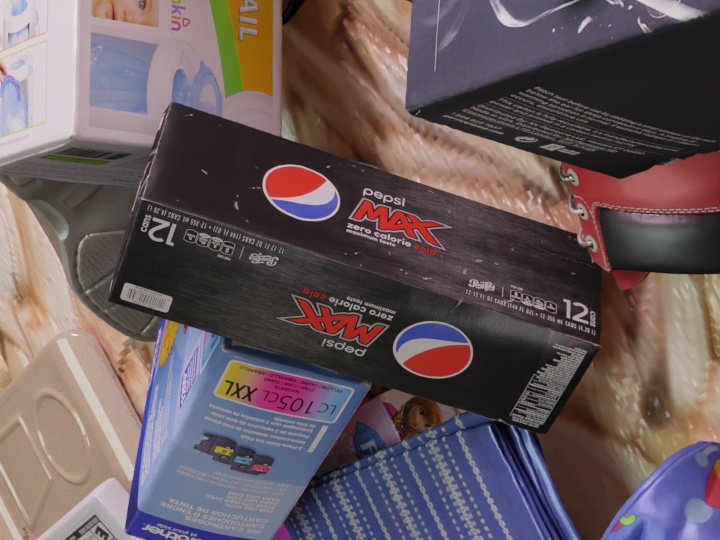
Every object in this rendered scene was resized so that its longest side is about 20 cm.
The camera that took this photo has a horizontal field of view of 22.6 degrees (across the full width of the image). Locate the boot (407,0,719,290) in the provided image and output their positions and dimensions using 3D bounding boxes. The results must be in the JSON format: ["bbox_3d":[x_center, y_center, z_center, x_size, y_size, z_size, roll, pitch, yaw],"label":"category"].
[{"bbox_3d":[0.075,-0.069,0.733,0.200,0.072,0.144,22,126,36],"label":"boot"}]

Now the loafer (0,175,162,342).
[{"bbox_3d":[-0.151,-0.044,0.987,0.200,0.072,0.063,57,-179,-41],"label":"loafer"}]

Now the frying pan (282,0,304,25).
[{"bbox_3d":[-0.013,-0.190,0.817,0.190,0.031,0.115,-19,92,49],"label":"frying pan"}]

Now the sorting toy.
[{"bbox_3d":[-0.182,0.153,1.186,0.200,0.036,0.185,-38,78,47],"label":"sorting toy"}]

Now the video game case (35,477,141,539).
[{"bbox_3d":[-0.144,0.237,1.142,0.182,0.023,0.200,49,137,-1],"label":"video game case"}]

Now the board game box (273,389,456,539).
[{"bbox_3d":[0.015,0.175,0.949,0.199,0.041,0.200,-34,81,52],"label":"board game box"}]

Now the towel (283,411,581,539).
[{"bbox_3d":[0.042,0.148,0.858,0.200,0.024,0.145,-29,86,53],"label":"towel"}]

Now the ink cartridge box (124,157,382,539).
[{"bbox_3d":[-0.058,0.052,0.895,0.200,0.076,0.137,119,162,-47],"label":"ink cartridge box"}]

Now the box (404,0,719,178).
[{"bbox_3d":[0.114,-0.148,0.556,0.182,0.104,0.200,-13,69,51],"label":"box"}]

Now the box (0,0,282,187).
[{"bbox_3d":[-0.107,-0.145,0.832,0.101,0.112,0.200,-9,80,52],"label":"box"}]

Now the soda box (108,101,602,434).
[{"bbox_3d":[0.000,0.000,0.765,0.200,0.071,0.063,18,131,-8],"label":"soda box"}]

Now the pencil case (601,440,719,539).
[{"bbox_3d":[0.174,0.162,0.720,0.087,0.078,0.200,-50,65,18],"label":"pencil case"}]
